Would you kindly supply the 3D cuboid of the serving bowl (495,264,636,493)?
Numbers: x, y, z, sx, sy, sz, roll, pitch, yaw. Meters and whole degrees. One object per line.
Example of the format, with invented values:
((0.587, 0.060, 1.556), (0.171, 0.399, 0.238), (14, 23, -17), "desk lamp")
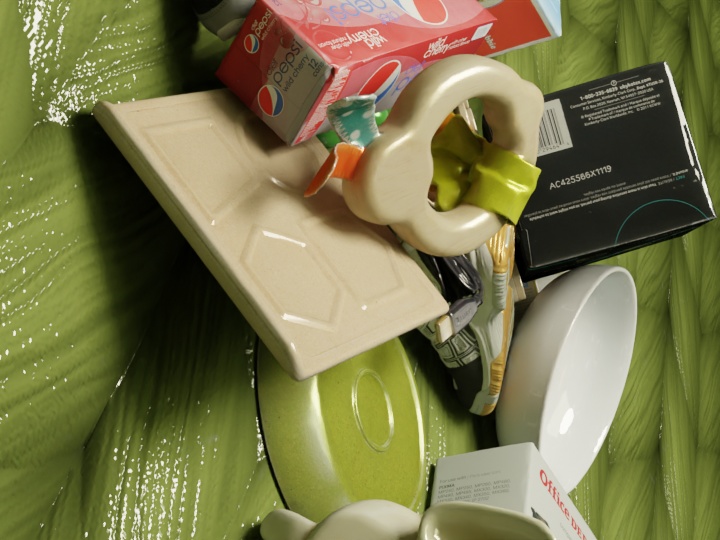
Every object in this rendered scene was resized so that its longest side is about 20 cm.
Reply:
((0.163, 0.086, 1.219), (0.200, 0.066, 0.200), (-41, 140, -47), "serving bowl")

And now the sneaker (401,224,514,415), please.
((0.070, 0.029, 1.096), (0.200, 0.088, 0.076), (85, 14, -45), "sneaker")

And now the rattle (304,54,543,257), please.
((0.008, -0.083, 0.896), (0.200, 0.130, 0.143), (-10, 41, -39), "rattle")

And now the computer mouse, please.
((0.000, 0.000, 0.943), (0.140, 0.046, 0.200), (52, 31, 7), "computer mouse")

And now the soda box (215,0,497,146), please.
((0.002, -0.143, 0.923), (0.070, 0.063, 0.200), (44, 35, 13), "soda box")

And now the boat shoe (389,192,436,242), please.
((0.046, -0.077, 1.098), (0.200, 0.074, 0.076), (63, 27, -26), "boat shoe")

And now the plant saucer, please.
((-0.003, 0.094, 0.954), (0.200, 0.031, 0.200), (40, 42, -51), "plant saucer")

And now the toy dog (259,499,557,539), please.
((0.038, 0.214, 0.849), (0.200, 0.194, 0.140), (54, 53, -63), "toy dog")

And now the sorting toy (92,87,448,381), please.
((-0.049, -0.027, 0.839), (0.185, 0.036, 0.200), (52, 26, 11), "sorting toy")

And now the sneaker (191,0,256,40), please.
((-0.096, -0.235, 0.900), (0.077, 0.078, 0.200), (16, 58, -46), "sneaker")

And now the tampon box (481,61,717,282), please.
((0.186, -0.073, 1.185), (0.200, 0.150, 0.126), (37, 37, -84), "tampon box")

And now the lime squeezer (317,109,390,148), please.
((-0.005, -0.119, 1.010), (0.200, 0.038, 0.071), (-8, 121, -44), "lime squeezer")

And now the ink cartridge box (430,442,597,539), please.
((0.107, 0.245, 1.040), (0.146, 0.083, 0.200), (55, 32, -37), "ink cartridge box")

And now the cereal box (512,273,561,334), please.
((0.163, -0.026, 1.356), (0.144, 0.039, 0.200), (-5, 82, -64), "cereal box")

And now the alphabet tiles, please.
((0.101, -0.070, 1.197), (0.196, 0.015, 0.200), (27, 47, -85), "alphabet tiles")

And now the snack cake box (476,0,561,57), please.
((0.078, -0.266, 1.221), (0.200, 0.115, 0.067), (50, 35, -44), "snack cake box")
